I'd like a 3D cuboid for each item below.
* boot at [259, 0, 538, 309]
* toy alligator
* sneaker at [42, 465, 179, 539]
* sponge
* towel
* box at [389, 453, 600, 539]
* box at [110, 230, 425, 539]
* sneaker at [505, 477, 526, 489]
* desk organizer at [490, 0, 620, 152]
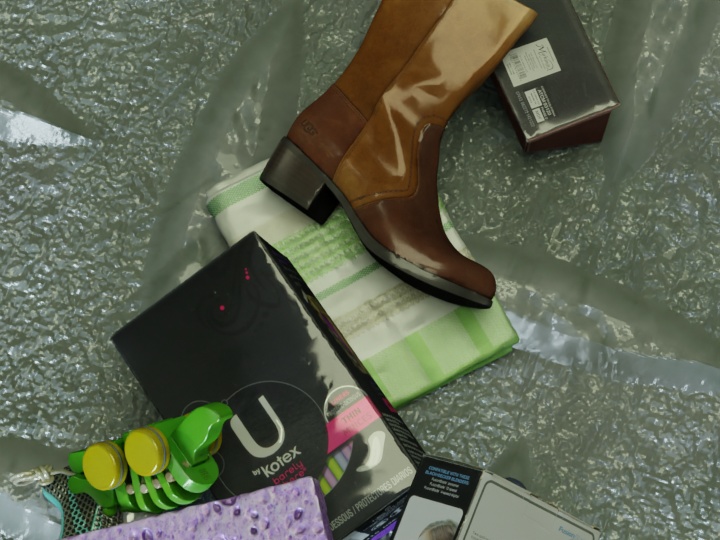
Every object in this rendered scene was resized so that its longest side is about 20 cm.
[{"bbox_3d":[0.058,-0.094,1.601,0.188,0.068,0.200,34,87,21],"label":"boot"},{"bbox_3d":[-0.147,0.131,1.491,0.059,0.200,0.054,-14,84,-51],"label":"toy alligator"},{"bbox_3d":[-0.164,0.212,1.542,0.091,0.078,0.200,-10,68,12],"label":"sneaker"},{"bbox_3d":[-0.109,0.205,1.468,0.200,0.030,0.112,-15,79,9],"label":"sponge"},{"bbox_3d":[0.000,0.000,1.633,0.149,0.031,0.200,-27,77,-8],"label":"towel"},{"bbox_3d":[0.059,0.226,1.441,0.117,0.060,0.200,28,79,-38],"label":"box"},{"bbox_3d":[-0.052,0.094,1.543,0.122,0.106,0.200,-37,76,3],"label":"box"},{"bbox_3d":[0.063,0.226,1.535,0.082,0.074,0.200,14,71,5],"label":"sneaker"},{"bbox_3d":[0.106,-0.177,1.664,0.072,0.077,0.200,-21,74,-8],"label":"desk organizer"}]
